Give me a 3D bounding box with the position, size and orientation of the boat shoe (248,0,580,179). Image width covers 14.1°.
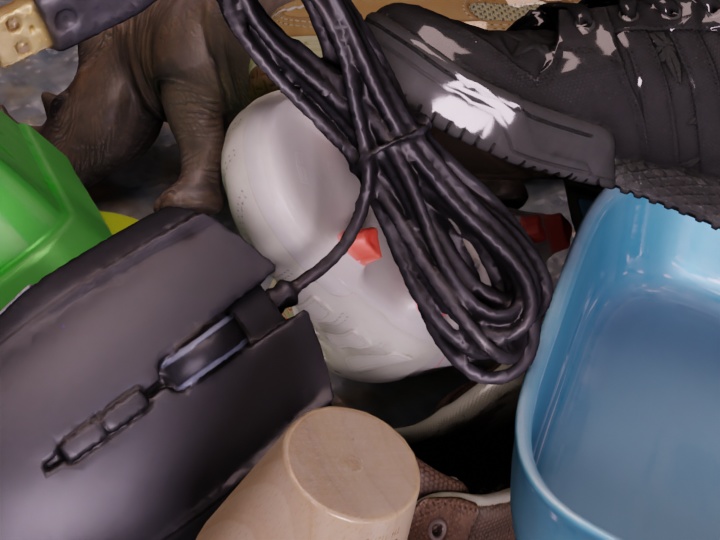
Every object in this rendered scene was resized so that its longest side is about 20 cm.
[{"bbox_3d":[0.067,-0.069,0.829,0.199,0.072,0.077,3,74,-7],"label":"boat shoe"}]

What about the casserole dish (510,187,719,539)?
[{"bbox_3d":[0.099,0.043,0.745,0.121,0.039,0.200,23,33,2],"label":"casserole dish"}]

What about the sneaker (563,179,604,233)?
[{"bbox_3d":[0.113,-0.064,0.921,0.073,0.082,0.201,12,52,13],"label":"sneaker"}]

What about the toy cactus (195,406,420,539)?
[{"bbox_3d":[-0.028,0.100,0.656,0.199,0.165,0.103,0,50,-23],"label":"toy cactus"}]

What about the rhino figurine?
[{"bbox_3d":[-0.037,-0.058,0.922,0.199,0.060,0.088,-4,77,33],"label":"rhino figurine"}]

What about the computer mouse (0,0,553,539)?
[{"bbox_3d":[-0.065,0.005,0.684,0.199,0.141,0.046,-30,2,0],"label":"computer mouse"}]

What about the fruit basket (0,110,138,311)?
[{"bbox_3d":[-0.113,0.023,0.809,0.155,0.216,0.216,-36,47,-2],"label":"fruit basket"}]

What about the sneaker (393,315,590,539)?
[{"bbox_3d":[-0.008,0.080,0.778,0.070,0.076,0.200,30,51,32],"label":"sneaker"}]

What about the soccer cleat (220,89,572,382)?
[{"bbox_3d":[0.000,0.000,0.806,0.077,0.200,0.070,-14,75,20],"label":"soccer cleat"}]

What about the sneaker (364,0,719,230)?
[{"bbox_3d":[0.100,-0.064,0.753,0.199,0.105,0.060,19,9,-22],"label":"sneaker"}]
